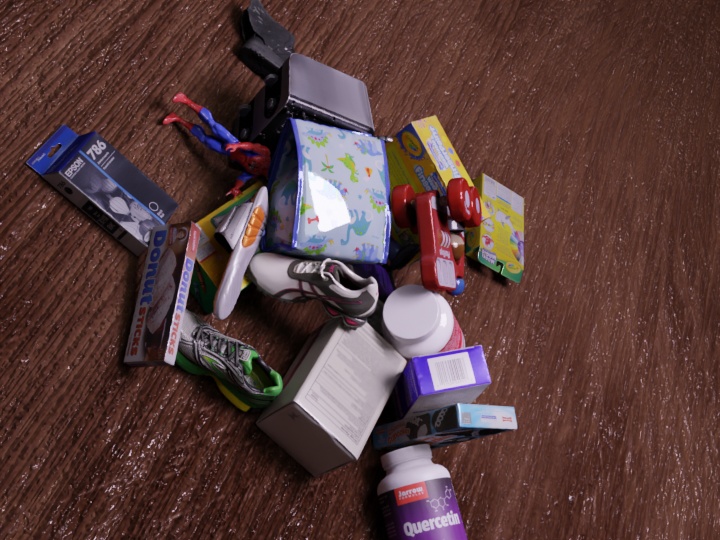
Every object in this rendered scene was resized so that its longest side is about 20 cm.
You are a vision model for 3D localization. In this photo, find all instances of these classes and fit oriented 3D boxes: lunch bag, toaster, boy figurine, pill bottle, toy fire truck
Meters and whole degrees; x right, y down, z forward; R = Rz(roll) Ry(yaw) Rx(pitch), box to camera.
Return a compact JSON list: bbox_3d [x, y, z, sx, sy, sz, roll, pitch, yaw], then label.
[{"bbox_3d":[-0.048,-0.115,1.477,0.169,0.127,0.201,8,86,-34],"label":"lunch bag"},{"bbox_3d":[-0.085,-0.230,1.581,0.199,0.181,0.119,17,52,-32],"label":"toaster"},{"bbox_3d":[0.012,-0.087,1.655,0.200,0.064,0.124,48,13,13],"label":"boy figurine"},{"bbox_3d":[0.091,0.363,1.452,0.112,0.112,0.201,0,67,-40],"label":"pill bottle"},{"bbox_3d":[0.096,0.094,1.540,0.200,0.112,0.113,56,22,-66],"label":"pill bottle"},{"bbox_3d":[0.124,-0.047,1.520,0.200,0.112,0.169,14,71,-71],"label":"toy fire truck"}]

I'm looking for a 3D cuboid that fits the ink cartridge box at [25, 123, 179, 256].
[{"bbox_3d":[-0.359,-0.121,1.393,0.200,0.039,0.100,40,48,-15],"label":"ink cartridge box"}]

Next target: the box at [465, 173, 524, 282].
[{"bbox_3d":[0.258,-0.074,1.885,0.117,0.048,0.201,28,49,-27],"label":"box"}]

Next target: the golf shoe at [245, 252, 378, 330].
[{"bbox_3d":[-0.067,0.008,1.424,0.199,0.088,0.077,20,48,-1],"label":"golf shoe"}]

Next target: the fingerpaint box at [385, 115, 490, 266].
[{"bbox_3d":[0.104,-0.136,1.704,0.073,0.167,0.201,-23,82,-45],"label":"fingerpaint box"}]

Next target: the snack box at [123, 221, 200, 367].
[{"bbox_3d":[-0.267,0.032,1.339,0.024,0.072,0.201,39,52,-52],"label":"snack box"}]

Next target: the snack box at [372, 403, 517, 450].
[{"bbox_3d":[0.123,0.238,1.486,0.116,0.200,0.037,9,67,-36],"label":"snack box"}]

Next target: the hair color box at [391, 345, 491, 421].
[{"bbox_3d":[0.117,0.177,1.498,0.109,0.200,0.065,-8,68,-12],"label":"hair color box"}]

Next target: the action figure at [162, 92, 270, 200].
[{"bbox_3d":[-0.213,-0.182,1.489,0.200,0.065,0.099,32,32,0],"label":"action figure"}]

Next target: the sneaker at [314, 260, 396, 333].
[{"bbox_3d":[0.000,0.000,1.614,0.200,0.069,0.100,56,40,-10],"label":"sneaker"}]

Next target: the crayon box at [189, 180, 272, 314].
[{"bbox_3d":[-0.187,-0.037,1.478,0.119,0.058,0.200,53,45,-4],"label":"crayon box"}]

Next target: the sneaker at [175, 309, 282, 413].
[{"bbox_3d":[-0.188,0.114,1.374,0.200,0.085,0.078,38,48,-17],"label":"sneaker"}]

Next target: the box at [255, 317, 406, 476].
[{"bbox_3d":[-0.040,0.177,1.447,0.128,0.109,0.200,44,46,-12],"label":"box"}]

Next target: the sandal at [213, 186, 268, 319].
[{"bbox_3d":[-0.183,-0.034,1.387,0.059,0.079,0.207,16,66,7],"label":"sandal"}]

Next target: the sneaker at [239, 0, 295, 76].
[{"bbox_3d":[-0.133,-0.370,1.708,0.200,0.060,0.104,38,52,-14],"label":"sneaker"}]
